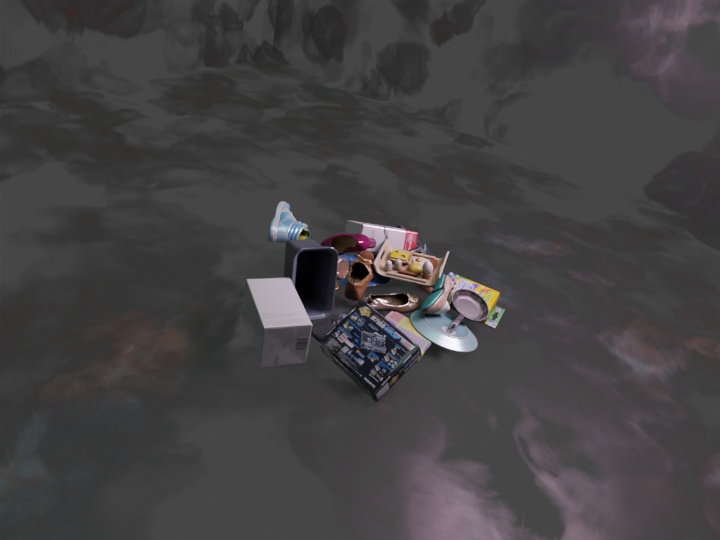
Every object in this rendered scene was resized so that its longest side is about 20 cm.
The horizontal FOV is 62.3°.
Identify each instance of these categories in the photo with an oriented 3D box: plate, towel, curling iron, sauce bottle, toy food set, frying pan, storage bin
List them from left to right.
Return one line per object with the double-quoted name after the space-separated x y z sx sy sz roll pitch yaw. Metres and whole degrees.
-0.139 0.011 1.599 0.143 0.203 0.134 -4 25 -26 "storage bin"
-0.123 -0.010 1.699 0.198 0.067 0.066 6 20 40 "sauce bottle"
0.118 -0.030 1.822 0.049 0.026 0.199 31 44 33 "curling iron"
0.117 0.167 1.550 0.142 0.023 0.200 28 20 12 "towel"
0.151 -0.032 1.752 0.197 0.061 0.144 13 37 12 "toy food set"
0.231 0.155 1.626 0.197 0.026 0.201 19 21 -8 "plate"
0.301 0.125 1.660 0.113 0.031 0.191 22 44 -4 "frying pan"

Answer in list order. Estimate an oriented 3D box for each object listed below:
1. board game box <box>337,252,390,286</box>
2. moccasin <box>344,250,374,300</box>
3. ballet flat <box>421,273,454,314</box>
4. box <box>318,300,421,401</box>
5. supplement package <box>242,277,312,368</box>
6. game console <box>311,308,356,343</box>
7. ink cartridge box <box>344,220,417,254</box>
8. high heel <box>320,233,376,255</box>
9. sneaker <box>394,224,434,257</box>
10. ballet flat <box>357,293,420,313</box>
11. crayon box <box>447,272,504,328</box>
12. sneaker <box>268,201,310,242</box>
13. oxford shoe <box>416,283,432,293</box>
-0.005 0.012 1.798 0.197 0.039 0.159 -8 41 -24 "board game box"
-0.002 0.000 1.712 0.073 0.079 0.202 17 37 12 "moccasin"
0.226 0.079 1.668 0.068 0.068 0.200 51 36 -10 "ballet flat"
0.021 0.187 1.418 0.159 0.046 0.199 -42 58 -18 "box"
-0.206 0.121 1.444 0.118 0.123 0.201 -2 34 -24 "supplement package"
-0.009 0.176 1.523 0.175 0.031 0.199 -17 41 -41 "game console"
0.060 -0.101 1.900 0.197 0.085 0.144 6 7 -24 "ink cartridge box"
-0.056 -0.082 1.758 0.197 0.069 0.096 -7 -4 33 "high heel"
0.172 -0.080 2.005 0.081 0.074 0.201 10 31 -39 "sneaker"
0.085 0.086 1.695 0.197 0.047 0.068 -1 33 -23 "ballet flat"
0.334 0.085 1.792 0.198 0.052 0.126 24 32 17 "crayon box"
-0.221 -0.149 1.941 0.128 0.080 0.202 10 40 -2 "sneaker"
0.170 -0.009 1.860 0.199 0.075 0.070 32 37 31 "oxford shoe"
